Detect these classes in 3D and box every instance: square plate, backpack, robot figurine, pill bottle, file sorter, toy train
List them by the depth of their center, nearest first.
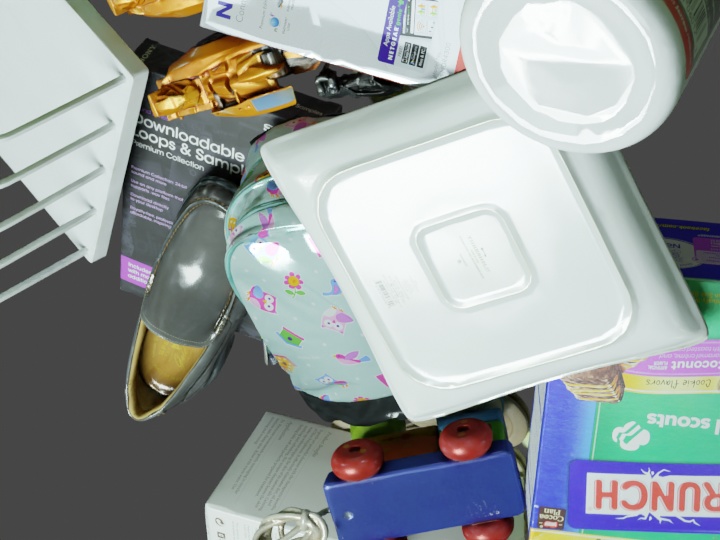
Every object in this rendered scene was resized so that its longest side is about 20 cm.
[{"bbox_3d":[0.136,-0.159,1.124,0.116,0.200,0.116,15,132,17],"label":"pill bottle"},{"bbox_3d":[0.067,-0.011,1.231,0.198,0.028,0.200,-18,114,26],"label":"square plate"},{"bbox_3d":[-0.049,-0.158,1.319,0.200,0.058,0.145,-13,107,33],"label":"robot figurine"},{"bbox_3d":[0.000,0.000,1.366,0.166,0.127,0.200,-15,127,18],"label":"backpack"},{"bbox_3d":[-0.237,-0.088,1.403,0.139,0.124,0.200,48,147,18],"label":"file sorter"},{"bbox_3d":[0.004,0.128,1.432,0.199,0.116,0.085,-11,118,8],"label":"toy train"}]

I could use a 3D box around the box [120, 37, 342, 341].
[{"bbox_3d":[-0.090,-0.046,1.464,0.143,0.036,0.200,19,132,14],"label":"box"}]

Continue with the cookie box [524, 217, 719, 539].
[{"bbox_3d":[0.191,0.074,1.320,0.171,0.075,0.201,5,121,2],"label":"cookie box"}]

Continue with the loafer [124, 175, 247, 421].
[{"bbox_3d":[-0.111,0.024,1.459,0.073,0.072,0.200,26,134,10],"label":"loafer"}]

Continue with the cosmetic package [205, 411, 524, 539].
[{"bbox_3d":[0.005,0.180,1.527,0.199,0.108,0.085,15,132,20],"label":"cosmetic package"}]

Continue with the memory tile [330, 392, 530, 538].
[{"bbox_3d":[0.046,0.109,1.530,0.153,0.017,0.200,13,131,20],"label":"memory tile"}]

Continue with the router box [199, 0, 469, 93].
[{"bbox_3d":[0.016,-0.209,1.207,0.179,0.049,0.201,16,111,14],"label":"router box"}]
